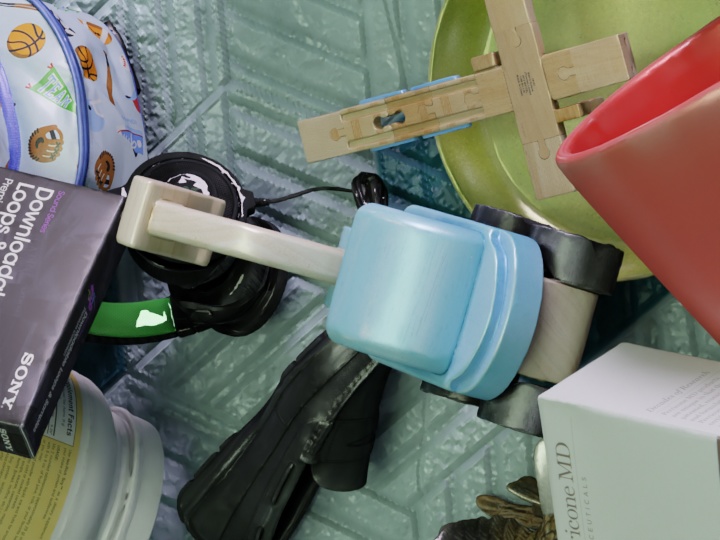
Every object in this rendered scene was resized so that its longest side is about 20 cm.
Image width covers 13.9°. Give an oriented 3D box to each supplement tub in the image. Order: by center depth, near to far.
[{"bbox_3d":[-0.221,0.105,1.581,0.145,0.199,0.146,-43,35,40],"label":"supplement tub"}]

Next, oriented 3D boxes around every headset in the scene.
[{"bbox_3d":[-0.077,-0.003,1.559,0.199,0.124,0.094,-21,59,11],"label":"headset"}]

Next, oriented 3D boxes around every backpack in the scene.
[{"bbox_3d":[-0.216,-0.067,1.625,0.190,0.154,0.201,-22,79,17],"label":"backpack"}]

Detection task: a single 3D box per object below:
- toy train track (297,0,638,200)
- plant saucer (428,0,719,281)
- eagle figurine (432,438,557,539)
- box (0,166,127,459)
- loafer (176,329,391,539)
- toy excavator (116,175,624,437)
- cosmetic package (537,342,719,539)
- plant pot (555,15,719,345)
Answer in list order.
[{"bbox_3d":[0.057,-0.088,1.502,0.199,0.032,0.115,-13,93,35],"label":"toy train track"},{"bbox_3d":[0.128,-0.095,1.494,0.199,0.031,0.201,2,93,28],"label":"plant saucer"},{"bbox_3d":[0.085,0.186,1.442,0.151,0.200,0.152,51,138,-8],"label":"eagle figurine"},{"bbox_3d":[-0.230,0.005,1.489,0.199,0.036,0.143,13,60,14],"label":"box"},{"bbox_3d":[-0.018,0.085,1.564,0.070,0.068,0.201,45,117,10],"label":"loafer"},{"bbox_3d":[0.000,0.000,1.449,0.194,0.199,0.100,19,92,64],"label":"toy excavator"},{"bbox_3d":[0.179,0.103,1.306,0.199,0.074,0.102,8,117,41],"label":"cosmetic package"},{"bbox_3d":[0.218,-0.033,1.348,0.200,0.200,0.178,-30,98,26],"label":"plant pot"}]
